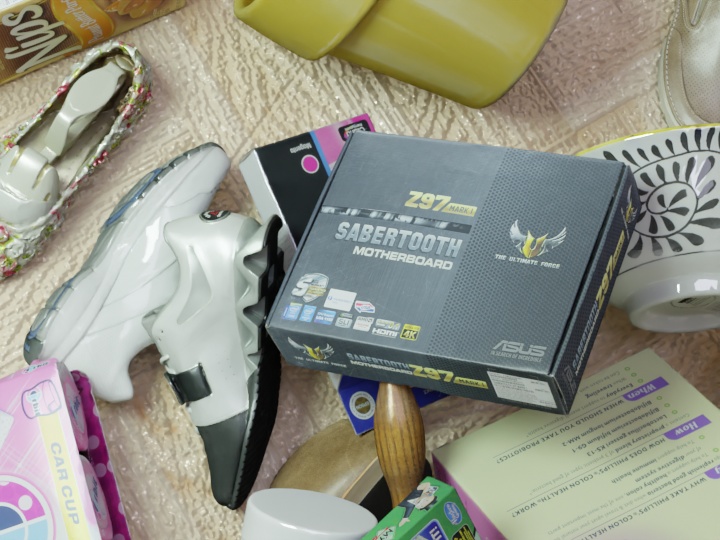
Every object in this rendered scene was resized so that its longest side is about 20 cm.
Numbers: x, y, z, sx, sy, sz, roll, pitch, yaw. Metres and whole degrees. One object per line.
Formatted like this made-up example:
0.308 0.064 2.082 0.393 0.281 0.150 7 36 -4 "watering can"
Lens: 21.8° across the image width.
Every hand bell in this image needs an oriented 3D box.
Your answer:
0.033 0.163 1.184 0.103 0.104 0.202 -7 96 -12 "hand bell"

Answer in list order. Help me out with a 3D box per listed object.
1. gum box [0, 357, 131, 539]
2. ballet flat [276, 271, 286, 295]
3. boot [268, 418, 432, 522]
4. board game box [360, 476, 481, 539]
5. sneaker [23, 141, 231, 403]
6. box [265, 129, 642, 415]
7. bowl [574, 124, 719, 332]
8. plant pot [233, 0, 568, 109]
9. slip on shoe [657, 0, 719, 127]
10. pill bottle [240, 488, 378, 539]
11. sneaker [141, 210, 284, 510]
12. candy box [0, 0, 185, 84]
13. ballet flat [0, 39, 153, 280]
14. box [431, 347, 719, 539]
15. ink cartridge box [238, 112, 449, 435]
-0.210 0.164 1.176 0.112 0.066 0.202 -19 76 8 "gum box"
-0.017 -0.020 1.292 0.199 0.057 0.067 -27 76 -22 "ballet flat"
-0.046 0.180 1.232 0.200 0.074 0.075 -43 48 -13 "boot"
0.042 0.243 1.109 0.134 0.029 0.201 -40 118 -24 "board game box"
-0.145 0.001 1.268 0.087 0.074 0.201 38 73 -13 "sneaker"
0.059 -0.004 1.166 0.198 0.051 0.159 10 59 26 "box"
0.218 -0.016 1.253 0.198 0.201 0.095 0 71 -10 "bowl"
0.039 -0.214 1.307 0.188 0.200 0.202 31 69 -16 "plant pot"
0.271 -0.184 1.398 0.075 0.061 0.202 15 70 -5 "slip on shoe"
-0.046 0.242 1.137 0.110 0.111 0.202 10 99 -7 "pill bottle"
-0.099 0.057 1.226 0.088 0.074 0.202 6 104 11 "sneaker"
-0.213 -0.191 1.282 0.199 0.116 0.056 -27 78 -17 "candy box"
-0.212 -0.084 1.276 0.075 0.064 0.201 32 70 0 "ballet flat"
0.171 0.168 1.194 0.175 0.097 0.200 -24 37 -17 "box"
0.000 0.000 1.255 0.094 0.037 0.202 -20 84 -29 "ink cartridge box"
